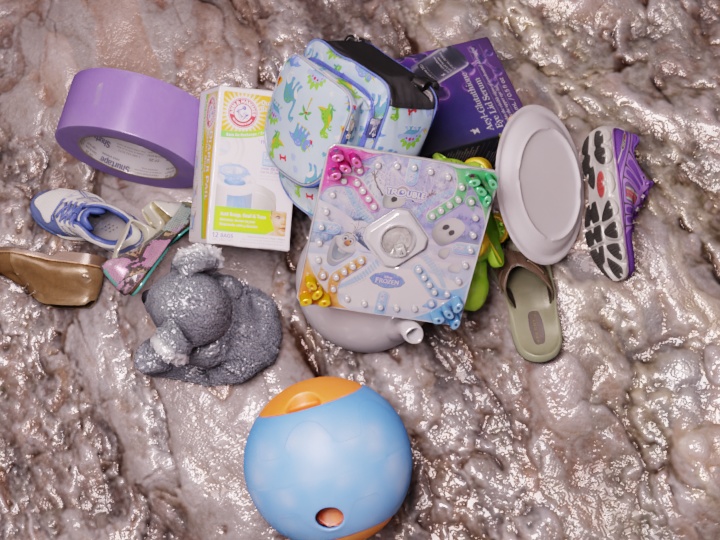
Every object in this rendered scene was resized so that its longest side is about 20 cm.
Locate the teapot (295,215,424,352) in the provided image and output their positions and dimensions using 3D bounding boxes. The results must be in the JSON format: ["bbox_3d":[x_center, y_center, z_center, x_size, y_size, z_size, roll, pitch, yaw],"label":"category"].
[{"bbox_3d":[0.000,0.000,1.583,0.200,0.146,0.198,5,73,13],"label":"teapot"}]

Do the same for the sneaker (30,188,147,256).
[{"bbox_3d":[-0.370,-0.075,1.706,0.200,0.088,0.075,18,78,17],"label":"sneaker"}]

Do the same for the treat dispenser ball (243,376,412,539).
[{"bbox_3d":[-0.038,0.227,1.486,0.201,0.201,0.201,-3,72,9],"label":"treat dispenser ball"}]

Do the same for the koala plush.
[{"bbox_3d":[-0.201,0.053,1.573,0.184,0.200,0.178,16,75,15],"label":"koala plush"}]

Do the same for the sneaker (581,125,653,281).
[{"bbox_3d":[0.336,-0.087,1.590,0.083,0.081,0.200,2,81,-17],"label":"sneaker"}]

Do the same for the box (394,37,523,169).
[{"bbox_3d":[0.096,-0.196,1.618,0.200,0.104,0.148,-18,70,-20],"label":"box"}]

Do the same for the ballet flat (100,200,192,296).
[{"bbox_3d":[-0.270,-0.047,1.641,0.071,0.069,0.200,46,46,-9],"label":"ballet flat"}]

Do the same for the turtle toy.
[{"bbox_3d":[0.119,-0.047,1.542,0.101,0.146,0.200,-17,94,25],"label":"turtle toy"}]

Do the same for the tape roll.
[{"bbox_3d":[-0.298,-0.186,1.669,0.200,0.200,0.085,10,73,13],"label":"tape roll"}]

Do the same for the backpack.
[{"bbox_3d":[-0.025,-0.159,1.487,0.183,0.147,0.200,40,124,41],"label":"backpack"}]

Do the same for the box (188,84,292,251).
[{"bbox_3d":[-0.148,-0.129,1.595,0.112,0.101,0.200,5,91,-21],"label":"box"}]

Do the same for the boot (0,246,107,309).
[{"bbox_3d":[-0.448,0.009,1.705,0.200,0.074,0.076,5,83,10],"label":"boot"}]

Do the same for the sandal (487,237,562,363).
[{"bbox_3d":[0.210,0.017,1.584,0.080,0.057,0.201,-18,67,4],"label":"sandal"}]

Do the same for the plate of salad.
[{"bbox_3d":[0.219,-0.106,1.568,0.048,0.200,0.200,-4,68,40],"label":"plate of salad"}]

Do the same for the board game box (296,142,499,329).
[{"bbox_3d":[0.042,-0.034,1.433,0.200,0.026,0.200,9,114,-10],"label":"board game box"}]
